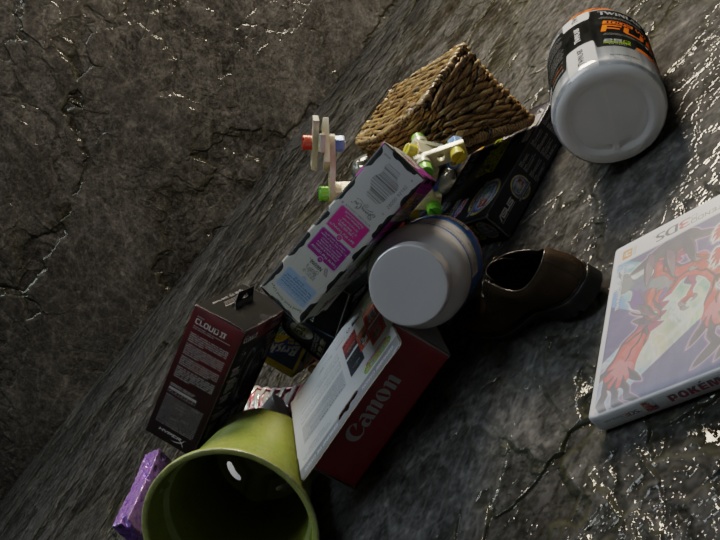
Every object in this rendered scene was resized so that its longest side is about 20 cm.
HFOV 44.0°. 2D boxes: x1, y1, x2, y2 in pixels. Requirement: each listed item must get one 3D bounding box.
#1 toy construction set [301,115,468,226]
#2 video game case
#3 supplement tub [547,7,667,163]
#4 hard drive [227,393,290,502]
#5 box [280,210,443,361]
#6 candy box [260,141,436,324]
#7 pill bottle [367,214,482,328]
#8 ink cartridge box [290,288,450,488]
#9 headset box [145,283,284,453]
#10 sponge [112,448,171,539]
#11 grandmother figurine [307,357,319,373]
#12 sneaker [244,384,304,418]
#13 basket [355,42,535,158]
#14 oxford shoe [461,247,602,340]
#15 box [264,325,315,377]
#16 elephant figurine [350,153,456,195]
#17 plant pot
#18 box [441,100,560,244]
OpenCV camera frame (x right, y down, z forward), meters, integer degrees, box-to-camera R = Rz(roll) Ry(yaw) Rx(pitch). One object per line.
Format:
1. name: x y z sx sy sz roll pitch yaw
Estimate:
1. toy construction set: 0.023 -0.115 1.066 0.093 0.198 0.132 -77 -4 -46
2. video game case: 0.270 0.019 0.720 0.182 0.023 0.201 -35 24 45
3. supplement tub: 0.275 -0.218 1.014 0.122 0.122 0.201 -42 21 31
4. hard drive: -0.158 0.286 1.224 0.200 0.027 0.132 -47 43 16
5. box: 0.000 0.000 1.166 0.200 0.086 0.164 -41 -18 -35
6. candy box: -0.009 -0.041 0.965 0.200 0.061 0.136 -49 -5 9
7. pill bottle: 0.070 0.002 0.973 0.112 0.112 0.200 -47 -5 16
8. ink cartridge box: 0.008 0.138 1.028 0.201 0.083 0.176 -56 18 15
9. headset box: -0.177 0.114 1.137 0.201 0.077 0.149 -67 -10 15
10. sponge: -0.210 0.322 1.080 0.030 0.201 0.112 -22 29 23
11. grandmother figurine: -0.002 0.066 1.289 0.121 0.060 0.201 -4 53 57
12. sneaker: -0.138 0.200 1.294 0.200 0.105 0.076 -38 17 40
13. basket: 0.103 -0.176 1.174 0.143 0.149 0.200 -56 19 -23
14. oxford shoe: 0.155 0.017 0.921 0.200 0.084 0.073 -36 27 58
15. box: -0.091 0.099 1.298 0.065 0.070 0.200 -63 -7 6
16. elephant figurine: 0.093 -0.169 1.414 0.199 0.142 0.156 -33 50 10
17. plant pot: -0.134 0.261 1.058 0.201 0.200 0.184 -47 6 16
18. box: 0.183 -0.123 1.198 0.201 0.044 0.160 -58 17 -19
